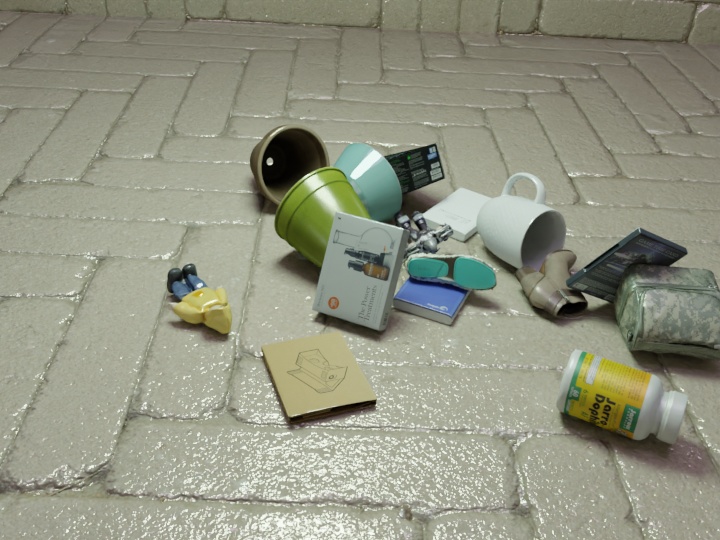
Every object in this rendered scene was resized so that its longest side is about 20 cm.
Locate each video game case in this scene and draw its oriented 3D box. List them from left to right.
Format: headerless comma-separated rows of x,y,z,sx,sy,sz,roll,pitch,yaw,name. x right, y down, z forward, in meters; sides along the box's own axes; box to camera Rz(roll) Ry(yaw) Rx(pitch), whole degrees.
0.530,-0.006,1.586,0.141,0.200,0.019,17,49,-28,video game case

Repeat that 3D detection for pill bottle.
0.442,0.218,1.341,0.197,0.115,0.113,19,35,22,pill bottle

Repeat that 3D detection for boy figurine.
-0.318,0.061,1.565,0.122,0.066,0.199,-15,34,-31,boy figurine

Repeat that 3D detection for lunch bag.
0.606,0.092,1.537,0.195,0.141,0.170,6,44,3,lunch bag

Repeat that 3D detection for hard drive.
0.165,0.035,1.680,0.130,0.026,0.200,16,35,19,hard drive
0.251,-0.141,1.958,0.130,0.027,0.199,24,39,29,hard drive

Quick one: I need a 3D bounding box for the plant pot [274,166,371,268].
-0.052,-0.080,1.697,0.198,0.202,0.193,-22,57,-34,plant pot

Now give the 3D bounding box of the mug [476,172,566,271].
0.354,-0.117,1.773,0.145,0.204,0.175,-2,22,-36,mug

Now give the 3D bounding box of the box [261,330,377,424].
-0.078,0.187,1.427,0.160,0.022,0.201,-9,34,-18,box

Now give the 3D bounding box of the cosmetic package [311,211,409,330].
0.000,0.000,1.565,0.148,0.204,0.052,15,3,21,cosmetic package

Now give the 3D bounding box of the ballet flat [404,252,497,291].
0.192,-0.005,1.663,0.196,0.073,0.072,11,33,11,ballet flat

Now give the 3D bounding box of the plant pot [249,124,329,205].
-0.200,-0.267,1.988,0.197,0.205,0.174,-16,20,-27,plant pot

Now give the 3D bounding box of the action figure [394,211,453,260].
0.143,-0.078,1.797,0.128,0.071,0.201,-19,26,-5,action figure

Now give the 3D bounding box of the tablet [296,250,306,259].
-0.051,-0.065,1.827,0.195,0.014,0.131,-2,34,-7,tablet

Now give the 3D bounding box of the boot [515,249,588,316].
0.428,0.033,1.680,0.197,0.071,0.146,-18,45,-28,boot

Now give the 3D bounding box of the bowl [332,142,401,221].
-0.008,-0.183,1.859,0.199,0.204,0.105,28,51,33,bowl

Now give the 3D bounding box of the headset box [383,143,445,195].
0.079,-0.238,1.970,0.172,0.095,0.198,-23,11,-33,headset box
